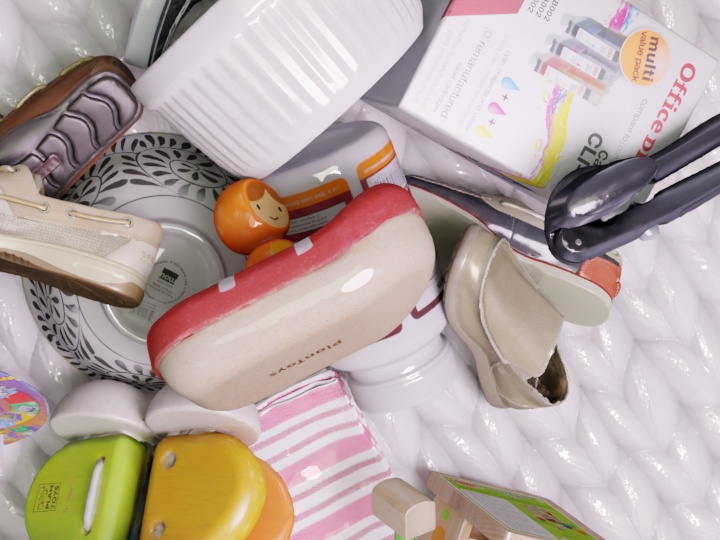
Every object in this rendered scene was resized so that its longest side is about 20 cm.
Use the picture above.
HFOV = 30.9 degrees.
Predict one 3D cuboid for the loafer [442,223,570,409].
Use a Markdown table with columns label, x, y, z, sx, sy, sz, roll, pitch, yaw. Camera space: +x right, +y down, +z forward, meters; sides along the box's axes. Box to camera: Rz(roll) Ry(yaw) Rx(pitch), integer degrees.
| label | x | y | z | sx | sy | sz | roll | pitch | yaw |
| --- | --- | --- | --- | --- | --- | --- | --- | --- | --- |
| loafer | 0.116 | 0.038 | 0.981 | 0.076 | 0.068 | 0.200 | -66 | 149 | -28 |

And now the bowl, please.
| label | x | y | z | sx | sy | sz | roll | pitch | yaw |
| --- | --- | --- | --- | --- | --- | --- | --- | --- | --- |
| bowl | -0.147 | 0.002 | 0.949 | 0.200 | 0.094 | 0.202 | -2 | 99 | -11 |

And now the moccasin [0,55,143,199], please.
| label | x | y | z | sx | sy | sz | roll | pitch | yaw |
| --- | --- | --- | --- | --- | --- | --- | --- | --- | --- |
| moccasin | -0.245 | -0.082 | 0.927 | 0.201 | 0.078 | 0.074 | -45 | 121 | 4 |

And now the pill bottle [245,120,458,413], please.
| label | x | y | z | sx | sy | sz | roll | pitch | yaw |
| --- | --- | --- | --- | --- | --- | --- | --- | --- | --- |
| pill bottle | 0.000 | 0.000 | 0.968 | 0.113 | 0.113 | 0.201 | -24 | 107 | -7 |

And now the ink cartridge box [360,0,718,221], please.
| label | x | y | z | sx | sy | sz | roll | pitch | yaw |
| --- | --- | --- | --- | --- | --- | --- | --- | --- | --- |
| ink cartridge box | 0.126 | -0.140 | 0.957 | 0.199 | 0.145 | 0.146 | 27 | 93 | -17 |

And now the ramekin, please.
| label | x | y | z | sx | sy | sz | roll | pitch | yaw |
| --- | --- | --- | --- | --- | --- | --- | --- | --- | --- |
| ramekin | -0.049 | -0.153 | 0.887 | 0.200 | 0.200 | 0.105 | -44 | 102 | -2 |

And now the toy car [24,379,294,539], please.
| label | x | y | z | sx | sy | sz | roll | pitch | yaw |
| --- | --- | --- | --- | --- | --- | --- | --- | --- | --- |
| toy car | -0.142 | 0.177 | 0.943 | 0.199 | 0.150 | 0.176 | -6 | 62 | 23 |

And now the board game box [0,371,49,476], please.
| label | x | y | z | sx | sy | sz | roll | pitch | yaw |
| --- | --- | --- | --- | --- | --- | --- | --- | --- | --- |
| board game box | -0.313 | 0.110 | 0.876 | 0.199 | 0.158 | 0.039 | 0 | 64 | -11 |

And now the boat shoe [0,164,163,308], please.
| label | x | y | z | sx | sy | sz | roll | pitch | yaw |
| --- | --- | --- | --- | --- | --- | --- | --- | --- | --- |
| boat shoe | -0.232 | -0.035 | 0.868 | 0.199 | 0.072 | 0.065 | 18 | 75 | 0 |

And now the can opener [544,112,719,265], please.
| label | x | y | z | sx | sy | sz | roll | pitch | yaw |
| --- | --- | --- | --- | --- | --- | --- | --- | --- | --- |
| can opener | 0.210 | -0.060 | 0.887 | 0.199 | 0.079 | 0.064 | -22 | 98 | -18 |

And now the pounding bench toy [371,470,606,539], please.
| label | x | y | z | sx | sy | sz | roll | pitch | yaw |
| --- | --- | --- | --- | --- | --- | --- | --- | --- | --- |
| pounding bench toy | 0.075 | 0.252 | 1.000 | 0.199 | 0.124 | 0.157 | 18 | 95 | -28 |

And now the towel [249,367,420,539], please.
| label | x | y | z | sx | sy | sz | roll | pitch | yaw |
| --- | --- | --- | --- | --- | --- | --- | --- | --- | --- |
| towel | -0.038 | 0.193 | 1.037 | 0.146 | 0.030 | 0.201 | -29 | 104 | -5 |

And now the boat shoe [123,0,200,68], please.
| label | x | y | z | sx | sy | sz | roll | pitch | yaw |
| --- | --- | --- | --- | --- | --- | --- | --- | --- | --- |
| boat shoe | -0.106 | -0.230 | 0.935 | 0.068 | 0.072 | 0.201 | 25 | 86 | -13 |

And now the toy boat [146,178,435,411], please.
| label | x | y | z | sx | sy | sz | roll | pitch | yaw |
| --- | --- | --- | --- | --- | --- | --- | --- | --- | --- |
| toy boat | -0.054 | -0.003 | 0.856 | 0.199 | 0.131 | 0.131 | -27 | 72 | 1 |

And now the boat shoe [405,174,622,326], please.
| label | x | y | z | sx | sy | sz | roll | pitch | yaw |
| --- | --- | --- | --- | --- | --- | --- | --- | --- | --- |
| boat shoe | 0.113 | -0.026 | 1.016 | 0.199 | 0.071 | 0.063 | 26 | 56 | -2 |
